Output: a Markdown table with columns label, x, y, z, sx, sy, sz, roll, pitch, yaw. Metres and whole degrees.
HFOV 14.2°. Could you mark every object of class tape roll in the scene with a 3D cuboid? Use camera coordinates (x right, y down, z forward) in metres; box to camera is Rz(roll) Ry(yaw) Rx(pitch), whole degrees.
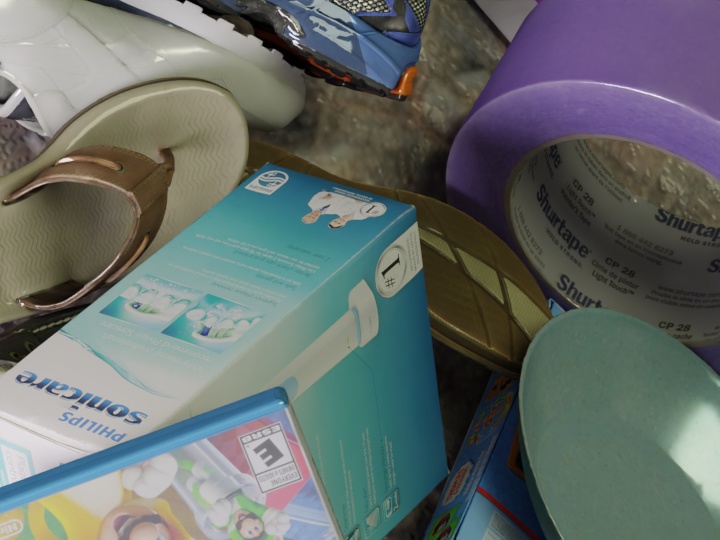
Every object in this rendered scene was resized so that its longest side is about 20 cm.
| label | x | y | z | sx | sy | sz | roll | pitch | yaw |
| --- | --- | --- | --- | --- | --- | --- | --- | --- | --- |
| tape roll | 0.147 | -0.041 | 1.370 | 0.200 | 0.200 | 0.085 | 40 | 52 | -13 |

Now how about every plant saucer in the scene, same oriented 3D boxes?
| label | x | y | z | sx | sy | sz | roll | pitch | yaw |
| --- | --- | --- | --- | --- | --- | --- | --- | --- | --- |
| plant saucer | 0.134 | 0.112 | 1.315 | 0.201 | 0.039 | 0.202 | 31 | 39 | -29 |

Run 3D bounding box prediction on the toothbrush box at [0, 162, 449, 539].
| label | x | y | z | sx | sy | sz | roll | pitch | yaw |
| --- | --- | --- | --- | --- | --- | --- | --- | --- | --- |
| toothbrush box | -0.057 | 0.072 | 1.206 | 0.200 | 0.085 | 0.147 | -43 | 137 | -40 |

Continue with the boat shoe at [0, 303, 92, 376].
| label | x | y | z | sx | sy | sz | roll | pitch | yaw |
| --- | --- | --- | --- | --- | --- | --- | --- | --- | --- |
| boat shoe | -0.150 | 0.065 | 1.200 | 0.201 | 0.066 | 0.072 | -30 | 88 | -40 |

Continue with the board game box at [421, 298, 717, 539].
| label | x | y | z | sx | sy | sz | roll | pitch | yaw |
| --- | --- | --- | --- | --- | --- | --- | --- | --- | --- |
| board game box | 0.109 | 0.124 | 1.342 | 0.151 | 0.037 | 0.200 | 44 | 36 | -11 |

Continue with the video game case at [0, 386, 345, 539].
| label | x | y | z | sx | sy | sz | roll | pitch | yaw |
| --- | --- | --- | --- | --- | --- | --- | --- | --- | --- |
| video game case | -0.061 | 0.157 | 1.109 | 0.143 | 0.018 | 0.201 | -20 | 111 | 2 |

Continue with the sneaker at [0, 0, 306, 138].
| label | x | y | z | sx | sy | sz | roll | pitch | yaw |
| --- | --- | --- | --- | --- | --- | --- | --- | --- | --- |
| sneaker | -0.115 | -0.091 | 1.302 | 0.199 | 0.076 | 0.081 | 18 | 83 | -32 |

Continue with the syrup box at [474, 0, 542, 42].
| label | x | y | z | sx | sy | sz | roll | pitch | yaw |
| --- | --- | --- | --- | --- | --- | --- | --- | --- | --- |
| syrup box | 0.144 | -0.177 | 1.428 | 0.079 | 0.200 | 0.081 | 48 | 50 | -7 |

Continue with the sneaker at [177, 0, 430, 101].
| label | x | y | z | sx | sy | sz | roll | pitch | yaw |
| --- | --- | --- | --- | --- | --- | --- | --- | --- | --- |
| sneaker | -0.050 | -0.150 | 1.309 | 0.199 | 0.075 | 0.079 | 27 | 84 | -28 |

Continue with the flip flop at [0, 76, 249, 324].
| label | x | y | z | sx | sy | sz | roll | pitch | yaw |
| --- | --- | --- | --- | --- | --- | --- | --- | --- | --- |
| flip flop | -0.126 | -0.021 | 1.237 | 0.199 | 0.057 | 0.081 | -25 | 112 | -32 |

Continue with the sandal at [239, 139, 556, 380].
| label | x | y | z | sx | sy | sz | roll | pitch | yaw |
| --- | --- | --- | --- | --- | --- | --- | --- | --- | --- |
| sandal | 0.000 | 0.000 | 1.346 | 0.199 | 0.054 | 0.081 | 22 | 43 | -8 |
